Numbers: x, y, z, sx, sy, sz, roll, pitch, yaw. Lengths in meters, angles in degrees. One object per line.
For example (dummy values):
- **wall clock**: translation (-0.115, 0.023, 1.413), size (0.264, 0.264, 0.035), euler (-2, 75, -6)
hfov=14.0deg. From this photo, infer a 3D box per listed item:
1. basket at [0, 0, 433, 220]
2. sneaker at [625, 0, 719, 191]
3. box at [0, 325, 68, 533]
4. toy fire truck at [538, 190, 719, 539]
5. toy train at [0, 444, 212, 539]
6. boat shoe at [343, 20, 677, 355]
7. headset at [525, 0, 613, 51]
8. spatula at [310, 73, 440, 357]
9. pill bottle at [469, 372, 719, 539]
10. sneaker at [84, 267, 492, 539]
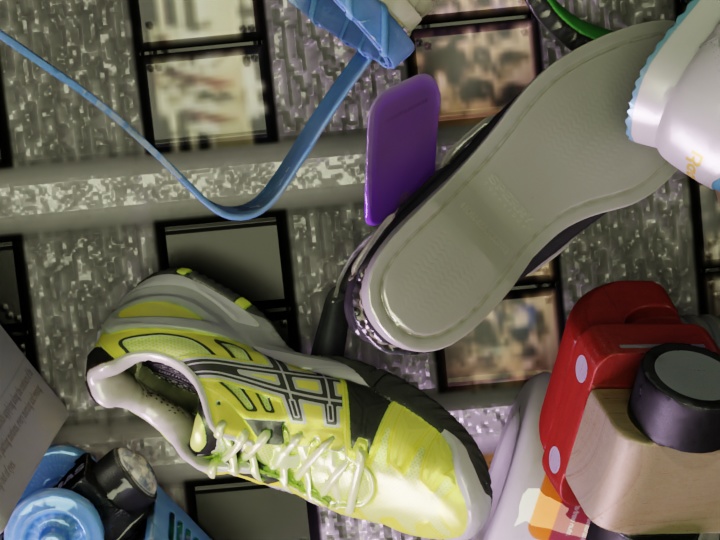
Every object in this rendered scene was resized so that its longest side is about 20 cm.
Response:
- **basket**: translation (-0.054, -0.145, 1.255), size (0.176, 0.139, 0.200), euler (38, 93, -27)
- **sneaker**: translation (0.197, -0.121, 1.245), size (0.081, 0.076, 0.201), euler (33, 91, 17)
- **box**: translation (-0.264, 0.077, 1.291), size (0.200, 0.199, 0.172), euler (-36, 98, 9)
- **toy fire truck**: translation (0.159, 0.025, 1.278), size (0.175, 0.200, 0.129), euler (0, 123, -21)
- **toy train**: translation (-0.155, 0.171, 1.367), size (0.200, 0.087, 0.114), euler (-42, 103, 9)
- **boat shoe**: translation (0.073, -0.036, 1.287), size (0.200, 0.060, 0.074), euler (-45, 100, -15)
- **headset**: translation (0.115, -0.190, 1.298), size (0.123, 0.094, 0.201), euler (-15, 116, 1)
- **spatula**: translation (0.000, 0.000, 1.324), size (0.021, 0.056, 0.201), euler (34, 128, 21)
- **pill bottle**: translation (0.155, 0.126, 1.330), size (0.199, 0.110, 0.110), euler (18, 102, -3)
- **sneaker**: translation (-0.035, 0.075, 1.316), size (0.199, 0.076, 0.076), euler (25, 130, 18)
